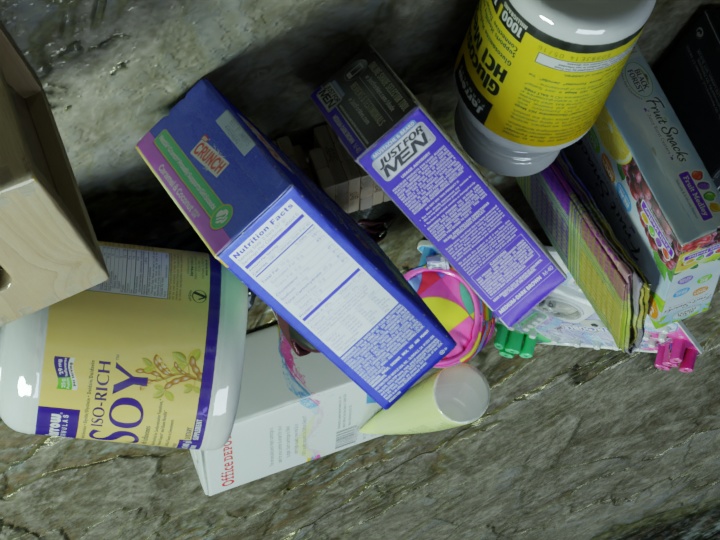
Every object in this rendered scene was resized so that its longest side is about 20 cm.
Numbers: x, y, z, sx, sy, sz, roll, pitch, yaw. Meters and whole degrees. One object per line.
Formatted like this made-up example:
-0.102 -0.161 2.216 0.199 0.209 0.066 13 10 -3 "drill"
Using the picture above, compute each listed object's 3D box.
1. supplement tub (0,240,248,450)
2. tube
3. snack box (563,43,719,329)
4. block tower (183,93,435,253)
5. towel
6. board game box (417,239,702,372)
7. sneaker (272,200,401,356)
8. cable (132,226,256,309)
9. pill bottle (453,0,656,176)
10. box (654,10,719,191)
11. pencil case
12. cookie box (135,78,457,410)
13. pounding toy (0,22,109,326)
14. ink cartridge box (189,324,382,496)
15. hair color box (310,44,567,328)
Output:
-0.188 0.051 1.563 0.198 0.146 0.146 6 149 -8 "supplement tub"
0.056 0.117 1.843 0.058 0.052 0.200 26 164 -9 "tube"
0.212 -0.076 1.634 0.053 0.201 0.142 -20 155 -9 "snack box"
-0.036 -0.070 1.608 0.199 0.058 0.054 -17 154 -10 "block tower"
0.169 -0.037 1.678 0.023 0.201 0.144 -27 156 -7 "towel"
0.172 0.033 1.855 0.199 0.026 0.200 3 155 31 "board game box"
0.000 0.000 1.705 0.075 0.116 0.200 2 146 -41 "sneaker"
-0.150 0.009 1.690 0.162 0.051 0.200 6 146 -38 "cable"
0.129 -0.155 1.510 0.112 0.113 0.200 -13 153 -20 "pill bottle"
0.327 -0.110 1.754 0.199 0.124 0.199 -4 149 -30 "box"
0.063 0.034 1.708 0.088 0.089 0.200 -25 174 6 "pencil case"
-0.045 -0.019 1.486 0.075 0.171 0.200 -43 128 4 "cookie box"
-0.253 -0.041 1.328 0.141 0.185 0.200 -23 155 1 "pounding toy"
-0.062 0.111 1.911 0.199 0.085 0.145 -19 155 -12 "ink cartridge box"
0.057 -0.059 1.541 0.065 0.109 0.200 -39 124 4 "hair color box"
